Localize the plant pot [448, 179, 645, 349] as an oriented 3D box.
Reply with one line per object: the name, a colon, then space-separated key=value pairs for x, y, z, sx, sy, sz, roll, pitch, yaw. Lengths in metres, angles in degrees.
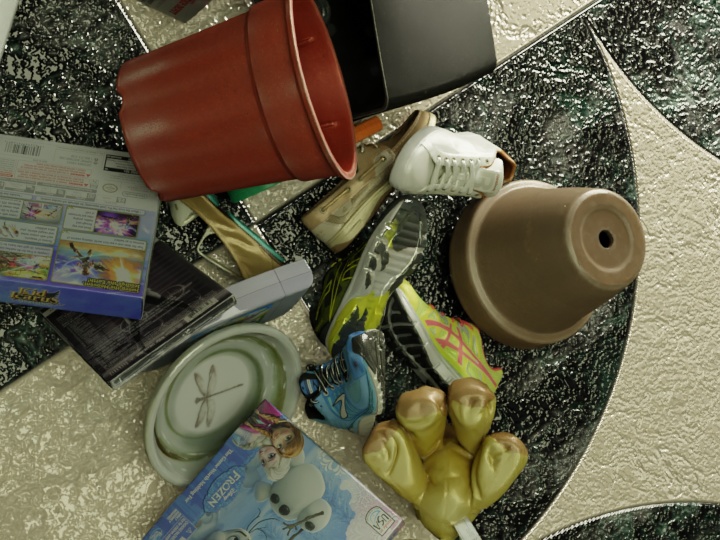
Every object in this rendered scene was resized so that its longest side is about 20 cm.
plant pot: x=0.229 y=-0.018 z=1.541 sx=0.199 sy=0.174 sz=0.201 roll=6 pitch=77 yaw=-29

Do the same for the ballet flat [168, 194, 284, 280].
ballet flat: x=-0.167 y=-0.054 z=1.476 sx=0.063 sy=0.069 sz=0.200 roll=-43 pitch=101 yaw=1

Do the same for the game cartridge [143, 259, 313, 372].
game cartridge: x=-0.149 y=0.049 z=1.441 sx=0.199 sy=0.133 sz=0.041 roll=-23 pitch=78 yaw=-18

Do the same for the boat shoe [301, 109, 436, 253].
boat shoe: x=0.012 y=-0.114 z=1.537 sx=0.064 sy=0.071 sz=0.200 roll=40 pitch=74 yaw=-10

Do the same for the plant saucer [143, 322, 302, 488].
plant saucer: x=-0.155 y=0.137 z=1.455 sx=0.200 sy=0.050 sz=0.201 roll=-23 pitch=130 yaw=-30

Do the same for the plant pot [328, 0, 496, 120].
plant pot: x=0.036 y=-0.270 z=1.494 sx=0.177 sy=0.200 sz=0.201 roll=-11 pitch=92 yaw=-30

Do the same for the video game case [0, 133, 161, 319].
video game case: x=-0.306 y=-0.047 z=1.369 sx=0.199 sy=0.046 sz=0.182 roll=8 pitch=53 yaw=-6

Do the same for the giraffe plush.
giraffe plush: x=0.100 y=0.219 z=1.508 sx=0.172 sy=0.162 sz=0.201 roll=-14 pitch=90 yaw=3

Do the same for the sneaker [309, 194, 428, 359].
sneaker: x=0.000 y=0.000 z=1.502 sx=0.074 sy=0.085 sz=0.201 roll=24 pitch=96 yaw=-44

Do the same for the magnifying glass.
magnifying glass: x=-0.061 y=-0.125 z=1.511 sx=0.199 sy=0.080 sz=0.022 roll=-27 pitch=98 yaw=-24

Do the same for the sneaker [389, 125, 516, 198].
sneaker: x=0.111 y=-0.117 z=1.515 sx=0.200 sy=0.084 sz=0.073 roll=-18 pitch=131 yaw=-53

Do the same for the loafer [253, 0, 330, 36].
loafer: x=-0.104 y=-0.324 z=1.461 sx=0.070 sy=0.068 sz=0.201 roll=-13 pitch=58 yaw=-33

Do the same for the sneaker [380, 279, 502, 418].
sneaker: x=0.093 y=0.078 z=1.567 sx=0.090 sy=0.078 sz=0.200 roll=-43 pitch=108 yaw=-25

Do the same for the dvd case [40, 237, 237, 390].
dvd case: x=-0.231 y=0.038 z=1.383 sx=0.148 sy=0.200 sz=0.016 roll=-36 pitch=125 yaw=-17

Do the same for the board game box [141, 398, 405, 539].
board game box: x=-0.092 y=0.275 z=1.418 sx=0.199 sy=0.043 sz=0.200 roll=39 pitch=82 yaw=14

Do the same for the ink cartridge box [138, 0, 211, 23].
ink cartridge box: x=-0.241 y=-0.347 z=1.413 sx=0.199 sy=0.144 sz=0.084 roll=23 pitch=83 yaw=-17

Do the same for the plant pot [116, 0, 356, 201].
plant pot: x=-0.126 y=-0.163 z=1.351 sx=0.194 sy=0.201 sz=0.202 roll=-15 pitch=94 yaw=12

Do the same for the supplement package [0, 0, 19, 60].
supplement package: x=-0.438 y=-0.235 z=1.356 sx=0.155 sy=0.111 sz=0.201 roll=18 pitch=83 yaw=-18

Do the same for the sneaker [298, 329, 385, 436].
sneaker: x=-0.021 y=0.127 z=1.461 sx=0.089 sy=0.200 sz=0.079 roll=4 pitch=60 yaw=-7
